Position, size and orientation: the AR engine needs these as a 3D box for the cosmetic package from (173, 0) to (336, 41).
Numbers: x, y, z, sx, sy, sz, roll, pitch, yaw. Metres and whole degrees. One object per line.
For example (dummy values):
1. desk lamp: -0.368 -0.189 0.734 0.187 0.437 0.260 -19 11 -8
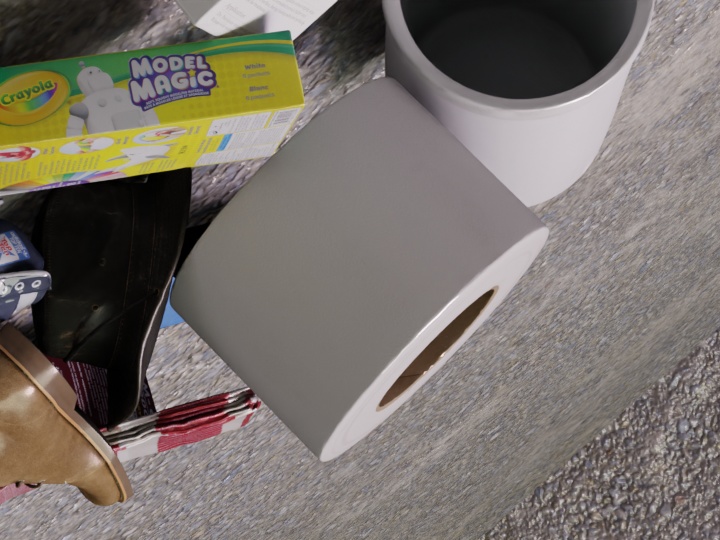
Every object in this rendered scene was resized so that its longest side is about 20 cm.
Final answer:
1. cosmetic package: -0.018 -0.211 1.162 0.200 0.081 0.113 -42 164 8

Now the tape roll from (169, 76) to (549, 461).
1. tape roll: 0.000 0.000 1.354 0.203 0.139 0.203 -44 170 -10

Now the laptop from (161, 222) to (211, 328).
1. laptop: -0.100 0.028 1.581 0.187 0.199 0.116 -17 120 -52

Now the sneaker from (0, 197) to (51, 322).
1. sneaker: -0.243 -0.001 1.261 0.108 0.070 0.200 -31 170 -7

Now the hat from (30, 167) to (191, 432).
1. hat: -0.167 -0.003 1.370 0.081 0.201 0.201 12 145 -13

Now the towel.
1. towel: -0.169 0.126 1.540 0.199 0.023 0.144 -16 172 -11

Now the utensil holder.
1. utensil holder: 0.096 -0.146 1.434 0.170 0.170 0.200 -35 167 -11

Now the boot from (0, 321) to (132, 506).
1. boot: -0.204 0.108 1.377 0.075 0.074 0.200 -46 149 -11

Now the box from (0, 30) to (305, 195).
1. box: -0.139 -0.081 1.181 0.199 0.049 0.117 -11 171 -14

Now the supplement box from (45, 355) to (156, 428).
1. supplement box: -0.235 0.097 1.505 0.108 0.061 0.200 -19 171 21
